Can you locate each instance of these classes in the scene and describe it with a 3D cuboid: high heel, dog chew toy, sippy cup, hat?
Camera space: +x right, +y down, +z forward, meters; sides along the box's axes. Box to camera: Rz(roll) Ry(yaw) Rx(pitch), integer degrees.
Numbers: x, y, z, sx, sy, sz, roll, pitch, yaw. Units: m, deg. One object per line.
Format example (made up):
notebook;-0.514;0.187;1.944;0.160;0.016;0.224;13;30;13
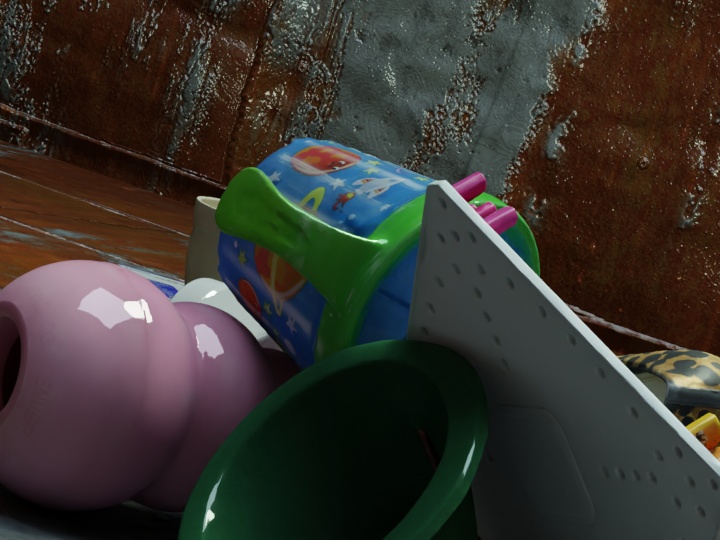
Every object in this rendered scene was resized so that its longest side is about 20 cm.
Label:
high heel;0.104;0.068;1.254;0.199;0.072;0.142;-2;-12;23
dog chew toy;-0.101;0.067;1.263;0.199;0.125;0.124;15;5;-37
sippy cup;0.000;0.000;1.268;0.139;0.178;0.130;-33;45;-24
hat;0.032;0.156;1.144;0.176;0.165;0.200;52;9;-29

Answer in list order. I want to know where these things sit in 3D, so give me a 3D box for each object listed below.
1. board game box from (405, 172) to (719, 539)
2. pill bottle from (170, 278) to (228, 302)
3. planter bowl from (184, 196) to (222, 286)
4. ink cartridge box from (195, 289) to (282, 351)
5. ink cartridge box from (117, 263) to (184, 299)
board game box;0.091;0.082;1.122;0.026;0.201;0.200;-28;58;-25
pill bottle;-0.027;0.074;1.534;0.199;0.114;0.113;20;5;28
planter bowl;-0.039;0.041;1.765;0.199;0.136;0.200;17;4;-1
ink cartridge box;-0.085;0.064;1.390;0.199;0.068;0.116;-21;16;-14
ink cartridge box;-0.141;0.040;2.028;0.099;0.039;0.200;16;6;-16
